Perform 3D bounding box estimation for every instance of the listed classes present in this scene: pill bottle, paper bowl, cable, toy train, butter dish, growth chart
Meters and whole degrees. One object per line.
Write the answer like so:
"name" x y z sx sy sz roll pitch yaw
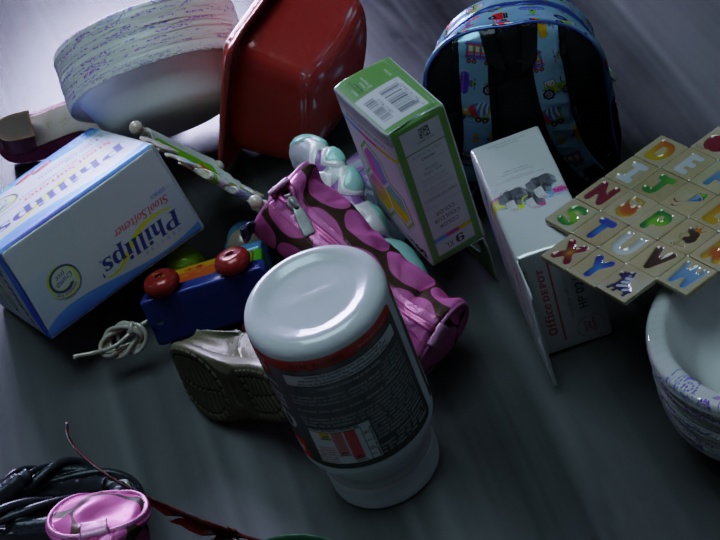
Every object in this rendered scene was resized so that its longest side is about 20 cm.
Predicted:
"pill bottle" -0.008 0.088 1.315 0.115 0.201 0.116 -13 40 11
"paper bowl" 0.319 0.066 1.245 0.199 0.105 0.202 -14 40 12
"cable" -0.282 0.192 1.393 0.198 0.051 0.163 -7 12 -1
"toy train" -0.174 0.019 1.575 0.198 0.085 0.116 -17 29 9
"paper bowl" -0.210 -0.201 1.739 0.199 0.105 0.201 -20 -6 -2
"butter dish" -0.049 -0.199 1.701 0.147 0.201 0.200 23 55 9
"growth chart" -0.126 -0.085 1.609 0.199 0.144 0.018 32 95 37

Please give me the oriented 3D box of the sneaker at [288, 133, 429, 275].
"sneaker" -0.043 -0.021 1.508 0.139 0.078 0.201 -33 66 -10

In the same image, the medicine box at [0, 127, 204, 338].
"medicine box" -0.279 -0.042 1.630 0.182 0.103 0.200 -37 22 -17

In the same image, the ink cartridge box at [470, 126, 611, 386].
"ink cartridge box" 0.157 -0.013 1.415 0.067 0.116 0.201 -19 40 2

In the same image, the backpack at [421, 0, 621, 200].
"backpack" 0.141 -0.169 1.514 0.181 0.201 0.135 -7 47 10

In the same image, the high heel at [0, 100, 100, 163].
"high heel" -0.307 -0.161 1.868 0.198 0.096 0.068 -5 80 -8

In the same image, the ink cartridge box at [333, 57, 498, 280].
"ink cartridge box" 0.051 -0.075 1.469 0.059 0.201 0.104 -30 39 -10

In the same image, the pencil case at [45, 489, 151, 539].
"pencil case" -0.186 0.265 1.210 0.090 0.202 0.094 -1 7 8

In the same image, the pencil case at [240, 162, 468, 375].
"pencil case" 0.000 0.000 1.411 0.200 0.094 0.091 40 76 8

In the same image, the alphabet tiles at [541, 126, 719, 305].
"alphabet tiles" 0.246 -0.046 1.312 0.199 0.006 0.166 -34 37 -19

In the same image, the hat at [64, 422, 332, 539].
"hat" -0.108 0.214 1.241 0.198 0.177 0.167 -12 40 14

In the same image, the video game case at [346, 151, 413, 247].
"video game case" 0.052 -0.098 1.640 0.142 0.019 0.200 24 60 42

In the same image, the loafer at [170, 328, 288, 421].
"loafer" -0.096 0.088 1.448 0.067 0.077 0.199 -30 22 -29
